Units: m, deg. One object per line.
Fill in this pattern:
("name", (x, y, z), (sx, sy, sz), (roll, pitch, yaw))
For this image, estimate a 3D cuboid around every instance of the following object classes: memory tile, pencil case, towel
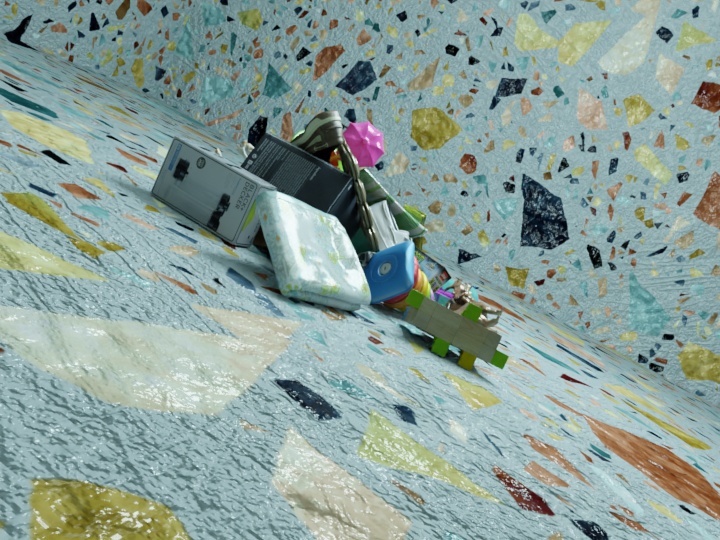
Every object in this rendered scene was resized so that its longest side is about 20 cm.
("memory tile", (-0.006, -0.149, 1.306), (0.154, 0.017, 0.202), (-116, -172, -60))
("pencil case", (0.186, 0.051, 1.563), (0.198, 0.086, 0.092), (20, -4, -39))
("towel", (-0.072, -0.028, 1.080), (0.199, 0.048, 0.173), (17, 45, -51))
("towel", (0.118, -0.046, 1.589), (0.018, 0.203, 0.086), (-8, 25, -25))
("towel", (0.047, -0.142, 1.525), (0.200, 0.023, 0.152), (45, -20, -16))

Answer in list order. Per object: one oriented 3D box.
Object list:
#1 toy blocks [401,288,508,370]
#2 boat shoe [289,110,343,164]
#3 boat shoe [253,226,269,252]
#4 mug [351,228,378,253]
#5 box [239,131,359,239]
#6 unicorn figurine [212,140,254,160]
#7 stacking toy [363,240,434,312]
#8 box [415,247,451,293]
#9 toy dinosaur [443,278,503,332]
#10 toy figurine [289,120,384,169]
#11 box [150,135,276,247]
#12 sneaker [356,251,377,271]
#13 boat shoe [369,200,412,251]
("toy blocks", (0.152, 0.099, 1.199), (0.198, 0.101, 0.137), (27, -4, -6))
("boat shoe", (-0.088, -0.222, 1.293), (0.074, 0.076, 0.202), (-18, -7, -25))
("boat shoe", (-0.126, -0.046, 1.199), (0.070, 0.071, 0.200), (22, 10, -33))
("mug", (-0.030, -0.075, 1.496), (0.187, 0.113, 0.152), (60, 8, -14))
("box", (-0.116, -0.127, 1.309), (0.195, 0.125, 0.201), (28, -19, 15))
("unicorn figurine", (-0.253, -0.208, 1.493), (0.197, 0.139, 0.074), (-17, 1, 10))
("stacking toy", (0.102, 0.046, 1.317), (0.200, 0.109, 0.117), (40, 41, -39))
("box", (0.101, 0.006, 1.471), (0.035, 0.110, 0.200), (52, -6, -30))
("toy dinosaur", (0.215, 0.099, 1.404), (0.134, 0.087, 0.200), (18, 22, 14))
("toy figurine", (-0.021, -0.247, 1.430), (0.182, 0.152, 0.199), (-12, 11, 38))
("box", (-0.256, -0.138, 1.190), (0.198, 0.118, 0.060), (31, 9, 19))
("sneaker", (0.000, 0.000, 1.388), (0.078, 0.079, 0.200), (14, -2, 12))
("boat shoe", (0.072, -0.059, 1.422), (0.072, 0.068, 0.202), (47, 15, -57))
